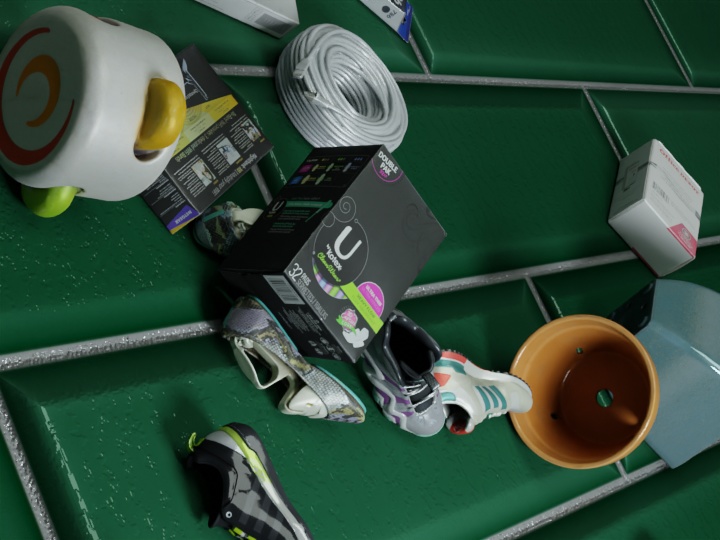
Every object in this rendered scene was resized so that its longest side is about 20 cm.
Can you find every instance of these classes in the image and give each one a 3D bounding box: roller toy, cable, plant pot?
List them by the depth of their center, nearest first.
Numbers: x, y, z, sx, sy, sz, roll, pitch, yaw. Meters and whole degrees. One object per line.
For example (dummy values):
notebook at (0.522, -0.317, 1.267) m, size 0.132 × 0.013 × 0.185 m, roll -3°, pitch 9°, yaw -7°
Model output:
roller toy at (-0.270, -0.166, 1.433) m, size 0.139 × 0.200 × 0.183 m, roll 9°, pitch 50°, yaw -48°
plant pot at (0.312, 0.165, 1.903) m, size 0.140 × 0.200 × 0.201 m, roll 18°, pitch 47°, yaw -63°
cable at (-0.024, -0.234, 1.904) m, size 0.200 × 0.069 × 0.200 m, roll 40°, pitch 37°, yaw -24°
plant pot at (0.468, 0.130, 2.119) m, size 0.200 × 0.196 × 0.197 m, roll 38°, pitch 38°, yaw -12°

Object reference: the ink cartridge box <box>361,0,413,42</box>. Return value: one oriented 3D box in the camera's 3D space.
ink cartridge box at (0.019, -0.441, 2.151) m, size 0.200 × 0.039 × 0.100 m, roll 37°, pitch 38°, yaw -27°

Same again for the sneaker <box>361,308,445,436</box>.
sneaker at (0.061, 0.125, 1.630) m, size 0.078 × 0.140 × 0.200 m, roll -40°, pitch 114°, yaw -15°

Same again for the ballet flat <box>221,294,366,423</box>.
ballet flat at (-0.080, 0.116, 1.564) m, size 0.200 × 0.072 × 0.072 m, roll 46°, pitch 35°, yaw -15°

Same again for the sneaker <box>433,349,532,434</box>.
sneaker at (0.140, 0.168, 1.797) m, size 0.199 × 0.070 × 0.094 m, roll 26°, pitch 62°, yaw -40°

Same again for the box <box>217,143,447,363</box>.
box at (-0.028, -0.022, 1.586) m, size 0.200 × 0.124 × 0.149 m, roll -53°, pitch 123°, yaw -27°

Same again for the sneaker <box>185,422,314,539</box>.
sneaker at (-0.114, 0.249, 1.421) m, size 0.083 × 0.072 × 0.201 m, roll -25°, pitch 81°, yaw -32°

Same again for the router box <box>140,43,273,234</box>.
router box at (-0.203, -0.154, 1.628) m, size 0.157 × 0.052 × 0.200 m, roll 52°, pitch 34°, yaw -8°

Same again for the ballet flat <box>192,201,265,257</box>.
ballet flat at (-0.100, -0.033, 1.645) m, size 0.200 × 0.074 × 0.075 m, roll 15°, pitch 51°, yaw -45°

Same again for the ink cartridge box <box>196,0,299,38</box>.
ink cartridge box at (-0.178, -0.417, 1.882) m, size 0.200 × 0.045 × 0.177 m, roll 17°, pitch 51°, yaw -44°

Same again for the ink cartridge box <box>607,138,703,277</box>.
ink cartridge box at (0.512, -0.109, 2.453) m, size 0.147 × 0.083 × 0.200 m, roll 45°, pitch 36°, yaw -17°
